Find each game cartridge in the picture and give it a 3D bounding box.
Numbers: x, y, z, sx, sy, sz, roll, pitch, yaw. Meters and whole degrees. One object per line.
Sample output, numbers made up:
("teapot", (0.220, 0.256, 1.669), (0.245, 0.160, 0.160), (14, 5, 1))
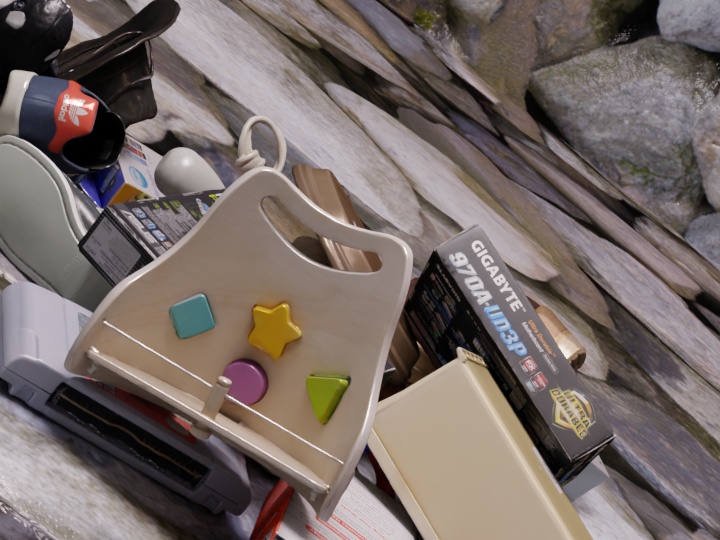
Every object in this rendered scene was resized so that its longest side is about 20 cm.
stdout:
("game cartridge", (-0.164, 0.085, 1.565), (0.200, 0.041, 0.133), (33, 12, -23))

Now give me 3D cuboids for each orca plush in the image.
("orca plush", (-0.309, -0.163, 1.758), (0.071, 0.200, 0.105), (-61, 140, -39))

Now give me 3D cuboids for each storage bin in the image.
("storage bin", (0.095, 0.168, 1.674), (0.200, 0.094, 0.199), (58, 5, 9))

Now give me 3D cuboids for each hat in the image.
("hat", (-0.217, -0.152, 1.924), (0.081, 0.200, 0.201), (59, 10, -15))

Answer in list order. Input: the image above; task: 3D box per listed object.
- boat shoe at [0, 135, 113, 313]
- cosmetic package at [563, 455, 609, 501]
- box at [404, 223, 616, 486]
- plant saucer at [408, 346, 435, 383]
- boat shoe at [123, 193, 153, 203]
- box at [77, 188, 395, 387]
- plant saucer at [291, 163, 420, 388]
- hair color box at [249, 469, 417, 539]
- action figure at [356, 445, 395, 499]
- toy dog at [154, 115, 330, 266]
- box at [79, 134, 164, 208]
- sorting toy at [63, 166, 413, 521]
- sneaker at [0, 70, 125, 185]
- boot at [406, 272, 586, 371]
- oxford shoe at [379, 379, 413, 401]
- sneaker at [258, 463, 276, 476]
("boat shoe", (-0.212, -0.016, 1.683), (0.200, 0.076, 0.060), (57, 20, 16))
("cosmetic package", (0.145, 0.102, 2.111), (0.151, 0.052, 0.200), (43, 18, -52))
("box", (0.115, 0.077, 1.803), (0.200, 0.046, 0.159), (57, -16, 12))
("plant saucer", (0.032, 0.061, 2.106), (0.200, 0.035, 0.200), (36, 15, -12))
("boat shoe", (-0.149, 0.015, 1.737), (0.072, 0.068, 0.200), (24, 22, -50))
("box", (-0.088, 0.028, 1.644), (0.200, 0.044, 0.160), (46, 25, 16))
("plant saucer", (0.000, 0.000, 1.831), (0.200, 0.029, 0.200), (63, 5, -9))
("hair color box", (-0.022, 0.193, 1.535), (0.101, 0.061, 0.200), (38, 14, -3))
("action figure", (-0.032, 0.107, 1.788), (0.065, 0.099, 0.200), (32, 38, -38))
("toy dog", (-0.105, -0.021, 1.890), (0.132, 0.096, 0.200), (-35, 106, -37))
("box", (-0.162, -0.054, 1.972), (0.200, 0.041, 0.119), (34, 16, -29))
("sorting toy", (-0.058, 0.035, 1.491), (0.200, 0.180, 0.107), (30, 4, 7))
("sneaker", (-0.222, -0.098, 1.774), (0.084, 0.075, 0.200), (12, -8, 7))
("boot", (0.080, 0.081, 1.995), (0.166, 0.072, 0.200), (35, 55, 28))
("oxford shoe", (0.070, 0.164, 1.835), (0.200, 0.071, 0.071), (45, 19, 14))
("sneaker", (-0.070, 0.079, 1.734), (0.072, 0.072, 0.200), (33, 15, -36))
